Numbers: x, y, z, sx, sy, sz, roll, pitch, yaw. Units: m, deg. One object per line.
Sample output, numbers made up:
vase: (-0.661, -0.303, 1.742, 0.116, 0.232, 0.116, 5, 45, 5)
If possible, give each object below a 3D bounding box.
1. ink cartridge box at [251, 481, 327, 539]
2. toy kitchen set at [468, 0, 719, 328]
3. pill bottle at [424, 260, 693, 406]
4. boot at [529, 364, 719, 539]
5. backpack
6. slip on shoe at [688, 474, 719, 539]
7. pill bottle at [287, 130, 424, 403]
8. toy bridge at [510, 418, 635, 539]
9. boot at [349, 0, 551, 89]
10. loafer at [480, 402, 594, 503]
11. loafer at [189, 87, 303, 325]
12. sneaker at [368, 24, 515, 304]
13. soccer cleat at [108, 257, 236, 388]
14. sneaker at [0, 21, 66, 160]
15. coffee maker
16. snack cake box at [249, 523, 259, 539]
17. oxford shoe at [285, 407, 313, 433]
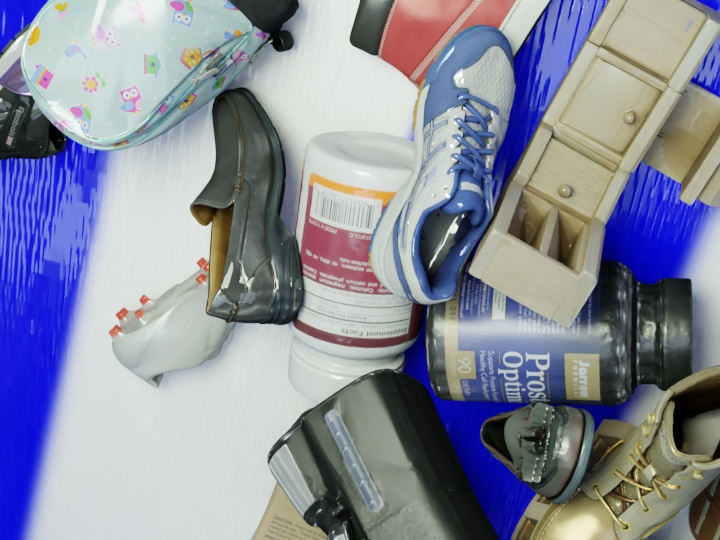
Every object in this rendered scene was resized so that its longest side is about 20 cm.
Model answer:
ink cartridge box: (-0.007, 0.282, 0.941, 0.198, 0.166, 0.075, 20, 146, 11)
toy kitchen set: (0.204, -0.072, 0.818, 0.162, 0.181, 0.201, 28, 118, 2)
pill bottle: (0.156, 0.048, 0.911, 0.197, 0.112, 0.113, 0, 109, 15)
boot: (0.206, 0.151, 0.848, 0.199, 0.156, 0.073, -35, 71, -9)
backpack: (-0.166, -0.187, 0.895, 0.200, 0.127, 0.167, -44, 89, 11)
slip on shoe: (0.328, 0.136, 0.929, 0.060, 0.076, 0.202, 7, 107, -31)
pill bottle: (0.000, 0.000, 0.933, 0.113, 0.114, 0.202, 13, 112, 10)
toy bridge: (0.161, 0.204, 0.950, 0.027, 0.067, 0.201, 42, 70, -20)
boot: (0.075, -0.226, 0.861, 0.144, 0.072, 0.201, 35, 117, 2)
loafer: (0.132, 0.137, 0.906, 0.062, 0.200, 0.073, 17, 81, 2)
loafer: (-0.098, -0.054, 0.919, 0.073, 0.071, 0.202, -48, 50, 55)
sneaker: (0.073, -0.070, 0.819, 0.074, 0.088, 0.202, 13, 99, -24)
soccer cleat: (-0.129, 0.034, 1.011, 0.199, 0.070, 0.078, -29, 115, 23)
sneaker: (-0.303, -0.116, 0.996, 0.200, 0.076, 0.088, -41, 101, 23)
coffee maker: (0.049, 0.181, 0.871, 0.190, 0.135, 0.201, -23, 63, -8)
snack cake box: (-0.017, 0.302, 1.043, 0.198, 0.115, 0.068, 17, 113, 9)
oxford shoe: (0.012, 0.201, 1.036, 0.199, 0.073, 0.084, 38, 137, -3)
